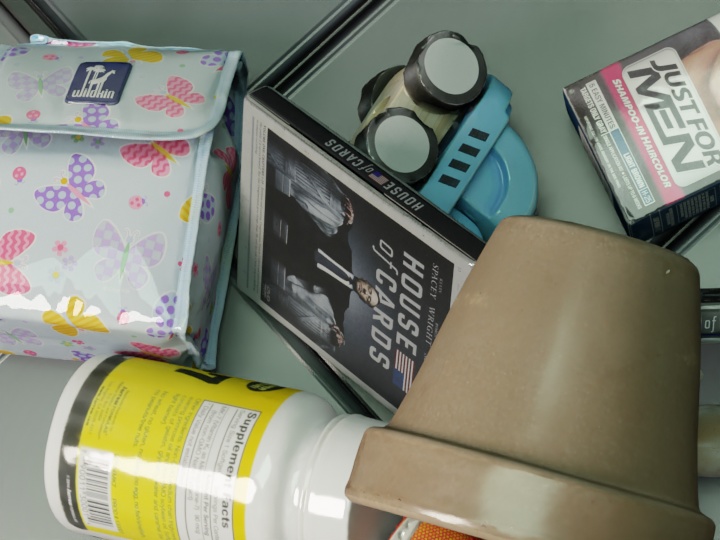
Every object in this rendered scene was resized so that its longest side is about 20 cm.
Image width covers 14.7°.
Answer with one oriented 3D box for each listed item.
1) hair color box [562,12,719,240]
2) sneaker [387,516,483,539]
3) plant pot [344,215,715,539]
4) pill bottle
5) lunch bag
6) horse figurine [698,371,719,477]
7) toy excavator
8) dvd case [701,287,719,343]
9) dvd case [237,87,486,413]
[{"bbox_3d":[0.235,-0.107,1.716,0.199,0.061,0.100,-26,75,2],"label":"hair color box"},{"bbox_3d":[0.009,0.227,1.590,0.077,0.073,0.200,36,86,10],"label":"sneaker"},{"bbox_3d":[0.107,0.067,1.508,0.199,0.200,0.175,13,85,12],"label":"plant pot"},{"bbox_3d":[-0.078,0.120,1.668,0.199,0.114,0.115,10,79,22],"label":"pill bottle"},{"bbox_3d":[-0.165,-0.051,1.734,0.169,0.127,0.201,6,72,10],"label":"lunch bag"},{"bbox_3d":[0.213,0.089,1.652,0.199,0.133,0.050,-11,60,-16],"label":"horse figurine"},{"bbox_3d":[0.065,-0.016,1.703,0.200,0.100,0.195,37,65,-10],"label":"toy excavator"},{"bbox_3d":[0.207,0.026,1.644,0.199,0.150,0.025,-1,93,8],"label":"dvd case"},{"bbox_3d":[0.000,0.000,1.655,0.025,0.151,0.200,-27,49,-33],"label":"dvd case"}]
